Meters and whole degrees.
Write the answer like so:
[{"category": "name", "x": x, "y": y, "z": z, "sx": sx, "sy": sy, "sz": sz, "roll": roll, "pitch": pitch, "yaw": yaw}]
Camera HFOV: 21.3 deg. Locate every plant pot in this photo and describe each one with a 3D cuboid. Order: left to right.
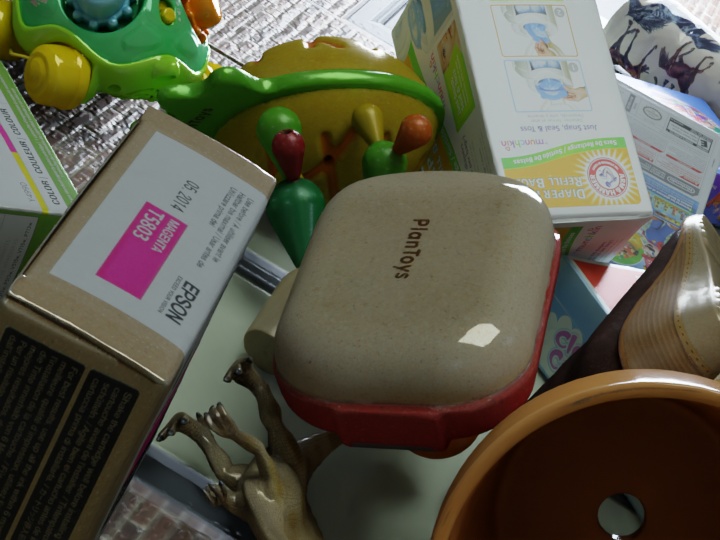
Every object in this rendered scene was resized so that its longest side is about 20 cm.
[{"category": "plant pot", "x": 0.129, "y": 0.133, "z": 0.900, "sx": 0.199, "sy": 0.201, "sz": 0.140, "roll": 27, "pitch": 11, "yaw": -2}]

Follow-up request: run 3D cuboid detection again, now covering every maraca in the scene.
[{"category": "maraca", "x": -0.042, "y": -0.089, "z": 1.179, "sx": 0.198, "sy": 0.137, "sz": 0.108, "roll": 2, "pitch": 64, "yaw": -29}]

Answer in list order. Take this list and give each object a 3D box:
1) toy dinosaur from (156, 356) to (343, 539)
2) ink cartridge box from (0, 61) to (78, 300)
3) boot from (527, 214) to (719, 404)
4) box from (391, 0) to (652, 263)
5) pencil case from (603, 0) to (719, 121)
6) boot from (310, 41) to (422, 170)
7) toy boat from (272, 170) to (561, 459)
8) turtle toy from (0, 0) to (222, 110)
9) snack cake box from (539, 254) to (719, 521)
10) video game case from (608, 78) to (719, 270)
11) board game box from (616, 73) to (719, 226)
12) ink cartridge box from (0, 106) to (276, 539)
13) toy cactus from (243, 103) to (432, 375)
[{"category": "toy dinosaur", "x": -0.045, "y": 0.098, "z": 0.936, "sx": 0.101, "sy": 0.058, "sz": 0.200, "roll": 51, "pitch": 15, "yaw": -9}, {"category": "ink cartridge box", "x": -0.257, "y": -0.050, "z": 0.954, "sx": 0.199, "sy": 0.076, "sz": 0.148, "roll": 6, "pitch": 35, "yaw": -39}, {"category": "boot", "x": 0.138, "y": 0.048, "z": 1.065, "sx": 0.073, "sy": 0.166, "sz": 0.200, "roll": 54, "pitch": 19, "yaw": -5}, {"category": "box", "x": 0.099, "y": -0.097, "z": 1.230, "sx": 0.100, "sy": 0.113, "sz": 0.202, "roll": -3, "pitch": 65, "yaw": -20}, {"category": "pencil case", "x": 0.293, "y": -0.161, "z": 1.658, "sx": 0.077, "sy": 0.090, "sz": 0.200, "roll": -28, "pitch": 56, "yaw": -25}, {"category": "boot", "x": 0.057, "y": -0.132, "z": 1.340, "sx": 0.198, "sy": 0.073, "sz": 0.183, "roll": 4, "pitch": 48, "yaw": -9}, {"category": "toy boat", "x": 0.035, "y": 0.038, "z": 0.980, "sx": 0.129, "sy": 0.132, "sz": 0.201, "roll": 2, "pitch": 35, "yaw": 14}, {"category": "turtle toy", "x": -0.167, "y": -0.171, "z": 1.212, "sx": 0.145, "sy": 0.102, "sz": 0.200, "roll": 1, "pitch": 27, "yaw": -42}, {"category": "snack cake box", "x": 0.193, "y": 0.082, "z": 1.161, "sx": 0.114, "sy": 0.068, "sz": 0.201, "roll": 8, "pitch": 34, "yaw": -33}, {"category": "video game case", "x": 0.180, "y": -0.064, "z": 1.383, "sx": 0.142, "sy": 0.018, "sz": 0.201, "roll": 28, "pitch": 46, "yaw": -1}, {"category": "board game box", "x": 0.212, "y": -0.106, "z": 1.522, "sx": 0.198, "sy": 0.045, "sz": 0.135, "roll": 13, "pitch": 31, "yaw": -28}, {"category": "ink cartridge box", "x": -0.118, "y": 0.046, "z": 0.826, "sx": 0.075, "sy": 0.166, "sz": 0.200, "roll": 28, "pitch": 28, "yaw": -2}, {"category": "toy cactus", "x": 0.000, "y": 0.000, "z": 1.085, "sx": 0.201, "sy": 0.102, "sz": 0.165, "roll": 55, "pitch": 49, "yaw": -12}]
